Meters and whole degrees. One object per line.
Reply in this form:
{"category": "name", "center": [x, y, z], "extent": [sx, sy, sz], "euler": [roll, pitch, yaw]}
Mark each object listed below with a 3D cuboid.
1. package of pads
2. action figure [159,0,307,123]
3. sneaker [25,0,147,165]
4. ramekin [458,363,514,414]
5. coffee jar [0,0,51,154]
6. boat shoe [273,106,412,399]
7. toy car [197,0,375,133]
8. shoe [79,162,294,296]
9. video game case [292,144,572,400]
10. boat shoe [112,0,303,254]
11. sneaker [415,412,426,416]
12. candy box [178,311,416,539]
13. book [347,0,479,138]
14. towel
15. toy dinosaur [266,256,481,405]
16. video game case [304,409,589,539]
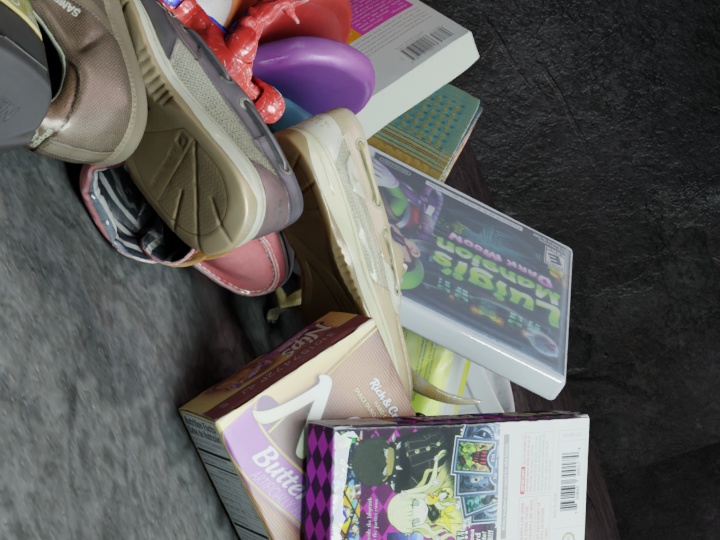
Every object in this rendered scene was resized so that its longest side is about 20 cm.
{"category": "package of pads", "center": [0.042, 0.093, 1.137], "extent": [0.154, 0.068, 0.201], "euler": [-1, 105, -80]}
{"category": "action figure", "center": [-0.109, -0.166, 0.838], "extent": [0.200, 0.065, 0.099], "euler": [46, 31, -7]}
{"category": "sneaker", "center": [-0.167, -0.145, 0.724], "extent": [0.075, 0.070, 0.201], "euler": [2, 57, -56]}
{"category": "ramekin", "center": [0.071, 0.070, 1.447], "extent": [0.200, 0.105, 0.201], "euler": [-19, 90, -79]}
{"category": "coffee jar", "center": [-0.186, -0.141, 0.570], "extent": [0.104, 0.085, 0.201], "euler": [42, 29, -73]}
{"category": "boat shoe", "center": [0.000, 0.000, 0.902], "extent": [0.065, 0.072, 0.201], "euler": [-30, 110, -35]}
{"category": "toy car", "center": [-0.065, -0.123, 0.976], "extent": [0.175, 0.149, 0.201], "euler": [52, 22, -61]}
{"category": "shoe", "center": [-0.100, -0.027, 0.859], "extent": [0.200, 0.071, 0.091], "euler": [53, 21, -42]}
{"category": "video game case", "center": [0.059, -0.008, 1.047], "extent": [0.199, 0.023, 0.182], "euler": [27, 32, -6]}
{"category": "boat shoe", "center": [-0.101, -0.091, 0.763], "extent": [0.065, 0.072, 0.200], "euler": [-5, 50, -53]}
{"category": "sneaker", "center": [0.007, 0.163, 0.942], "extent": [0.076, 0.114, 0.200], "euler": [50, 28, -62]}
{"category": "candy box", "center": [-0.010, 0.139, 0.861], "extent": [0.056, 0.116, 0.201], "euler": [7, -56, 58]}
{"category": "book", "center": [-0.021, -0.176, 1.125], "extent": [0.200, 0.133, 0.048], "euler": [42, -18, 45]}
{"category": "towel", "center": [-0.003, -0.095, 1.143], "extent": [0.200, 0.146, 0.022], "euler": [-61, -179, -34]}
{"category": "toy dinosaur", "center": [-0.014, 0.042, 1.038], "extent": [0.200, 0.101, 0.058], "euler": [52, 26, 12]}
{"category": "video game case", "center": [0.051, 0.183, 0.847], "extent": [0.036, 0.181, 0.201], "euler": [5, -86, 58]}
